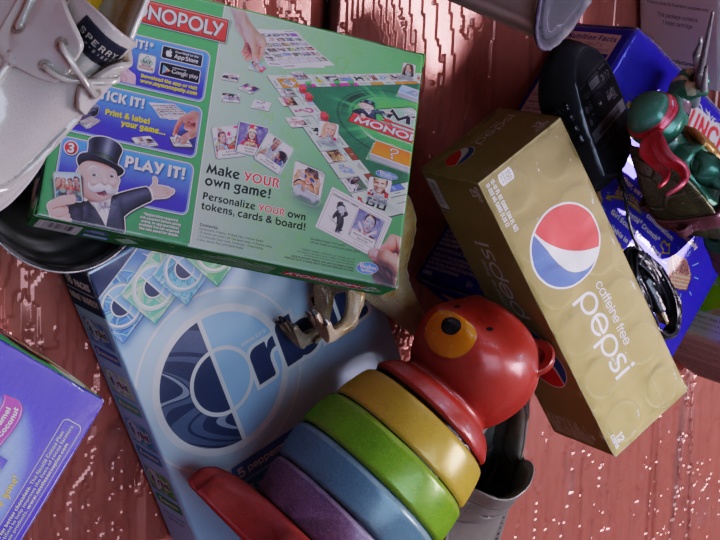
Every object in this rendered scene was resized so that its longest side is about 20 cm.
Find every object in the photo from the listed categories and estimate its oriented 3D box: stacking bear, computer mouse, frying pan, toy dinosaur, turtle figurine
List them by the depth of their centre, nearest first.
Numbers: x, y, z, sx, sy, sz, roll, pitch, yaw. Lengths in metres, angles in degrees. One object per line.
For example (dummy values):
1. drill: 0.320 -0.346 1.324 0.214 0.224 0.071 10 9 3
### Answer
1. frying pan: -0.141 -0.081 0.967 0.115 0.031 0.190 54 55 -23
2. stacking bear: 0.022 0.098 1.018 0.200 0.121 0.114 -46 138 -10
3. toy dinosaur: 0.000 0.000 1.023 0.101 0.058 0.201 -45 125 -23
4. turtle figurine: 0.209 -0.062 1.060 0.100 0.150 0.200 -36 129 5
5. computer mouse: 0.149 -0.045 1.079 0.059 0.034 0.201 -42 117 -50

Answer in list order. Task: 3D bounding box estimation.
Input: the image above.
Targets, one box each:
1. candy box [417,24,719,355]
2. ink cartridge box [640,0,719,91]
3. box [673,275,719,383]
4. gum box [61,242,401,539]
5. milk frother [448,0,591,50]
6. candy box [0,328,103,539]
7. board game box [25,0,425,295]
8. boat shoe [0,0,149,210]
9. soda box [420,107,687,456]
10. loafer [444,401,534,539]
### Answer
1. candy box: 0.156 -0.031 1.162 0.169 0.077 0.201 38 80 -34
2. ink cartridge box: 0.262 -0.233 1.189 0.144 0.084 0.201 -15 111 -32
3. box: 0.291 -0.022 1.251 0.101 0.112 0.201 37 80 -36
4. gum box: -0.065 0.041 1.050 0.169 0.044 0.201 -32 119 -26
5. milk frother: 0.063 -0.248 0.959 0.180 0.187 0.201 -26 139 -66
6. candy box: -0.257 0.083 0.901 0.200 0.077 0.170 37 81 -38
7. board game box: -0.068 -0.071 0.954 0.199 0.029 0.136 12 76 -19
8. boat shoe: -0.143 -0.113 0.868 0.071 0.070 0.201 37 77 -45
9. soda box: 0.116 0.008 1.052 0.068 0.064 0.201 -38 117 -19
10. loafer: 0.074 0.131 1.140 0.070 0.070 0.201 -28 136 -28
